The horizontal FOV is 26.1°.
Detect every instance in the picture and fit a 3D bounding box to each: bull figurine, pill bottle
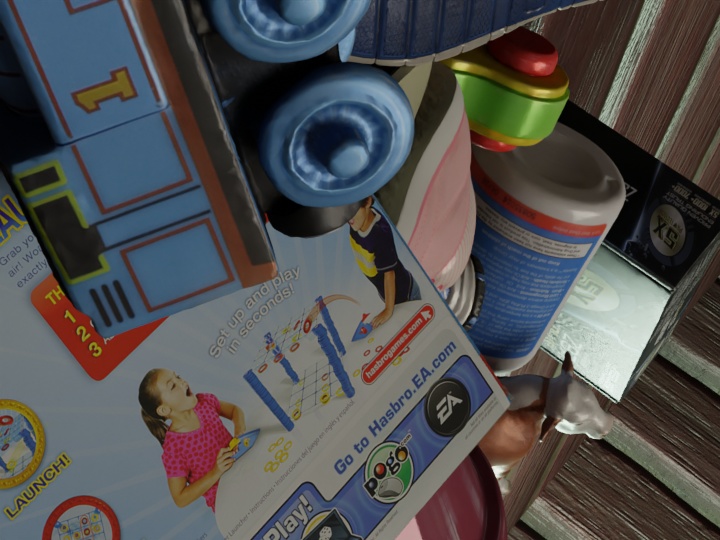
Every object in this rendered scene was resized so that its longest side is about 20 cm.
[{"bbox_3d":[0.069,0.115,1.056,0.200,0.065,0.121,-9,147,1],"label":"bull figurine"},{"bbox_3d":[0.090,0.000,1.064,0.112,0.112,0.200,-32,154,-53],"label":"pill bottle"}]

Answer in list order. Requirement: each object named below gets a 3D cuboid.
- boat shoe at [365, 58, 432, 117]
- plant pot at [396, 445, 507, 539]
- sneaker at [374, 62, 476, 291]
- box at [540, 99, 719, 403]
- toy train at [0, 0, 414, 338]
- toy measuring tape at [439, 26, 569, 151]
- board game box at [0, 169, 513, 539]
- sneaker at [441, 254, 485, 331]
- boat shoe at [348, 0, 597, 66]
[{"bbox_3d":[-0.039,-0.035,0.653,0.201,0.063,0.074,-49,161,-30],"label":"boat shoe"},{"bbox_3d":[-0.021,0.114,0.856,0.200,0.200,0.179,-44,142,-32],"label":"plant pot"},{"bbox_3d":[0.000,0.000,0.742,0.200,0.075,0.105,-57,148,-33],"label":"sneaker"},{"bbox_3d":[0.173,-0.012,1.187,0.086,0.164,0.200,-47,164,-24],"label":"box"},{"bbox_3d":[-0.058,-0.079,0.415,0.114,0.087,0.200,-22,131,-5],"label":"toy train"},{"bbox_3d":[0.068,-0.092,0.864,0.200,0.074,0.074,-35,156,-57],"label":"toy measuring tape"},{"bbox_3d":[-0.068,0.039,0.541,0.200,0.196,0.056,-45,-158,-28],"label":"board game box"},{"bbox_3d":[-0.010,0.046,0.980,0.077,0.076,0.200,23,124,-30],"label":"sneaker"},{"bbox_3d":[0.045,-0.143,0.674,0.200,0.072,0.072,-14,137,-26],"label":"boat shoe"}]
